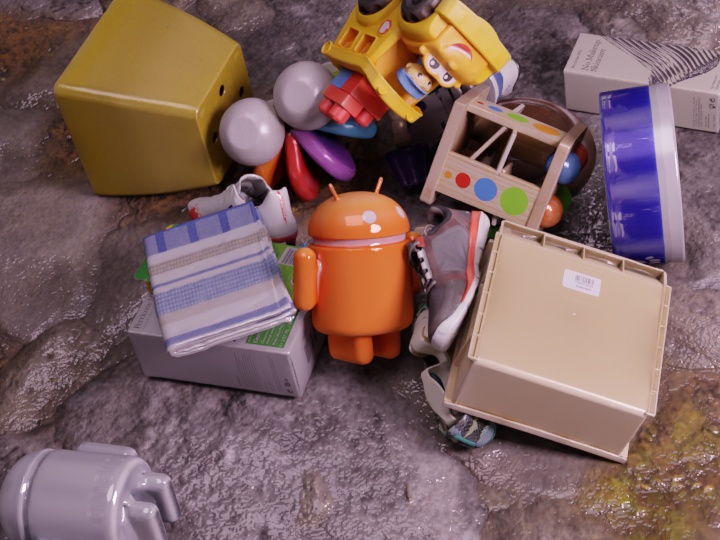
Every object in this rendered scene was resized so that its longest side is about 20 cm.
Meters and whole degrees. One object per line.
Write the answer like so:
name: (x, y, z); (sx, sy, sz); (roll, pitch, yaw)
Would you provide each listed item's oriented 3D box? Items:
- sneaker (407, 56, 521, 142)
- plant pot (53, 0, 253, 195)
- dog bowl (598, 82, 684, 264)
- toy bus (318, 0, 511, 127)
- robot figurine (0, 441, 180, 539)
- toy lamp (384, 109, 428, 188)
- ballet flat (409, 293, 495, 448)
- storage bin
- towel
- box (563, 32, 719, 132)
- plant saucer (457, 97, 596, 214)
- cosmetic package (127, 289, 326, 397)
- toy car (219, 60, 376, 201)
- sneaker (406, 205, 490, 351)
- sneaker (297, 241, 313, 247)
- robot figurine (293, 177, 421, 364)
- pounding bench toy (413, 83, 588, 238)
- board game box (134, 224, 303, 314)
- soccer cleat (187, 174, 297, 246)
sneaker: (0.132, -0.227, 1.742); (0.115, 0.081, 0.199); (-32, 13, -39)
plant pot: (-0.247, -0.215, 1.772); (0.176, 0.200, 0.200); (13, 54, 19)
dog bowl: (0.315, -0.106, 1.543); (0.079, 0.200, 0.200); (-5, 50, 12)
toy bus: (0.044, -0.236, 1.581); (0.192, 0.136, 0.200); (-51, 35, -5)
robot figurine: (-0.293, 0.246, 1.447); (0.200, 0.113, 0.170); (2, 36, 14)
toy lamp: (0.043, -0.203, 1.713); (0.058, 0.200, 0.058); (-14, 5, 1)
ballet flat: (0.090, 0.098, 1.487); (0.074, 0.074, 0.200); (-19, 57, -3)
storage bin: (0.210, 0.069, 1.448); (0.200, 0.094, 0.199); (17, 53, -1)
towel: (-0.161, 0.008, 1.533); (0.147, 0.024, 0.200); (-18, 43, -4)
box: (0.362, -0.237, 1.730); (0.200, 0.068, 0.082); (11, 54, 21)
plant saucer: (0.194, -0.152, 1.723); (0.200, 0.032, 0.200); (-6, 49, 7)
cosmetic package: (-0.151, 0.071, 1.580); (0.200, 0.085, 0.108); (6, 49, 16)
toy car: (-0.067, -0.168, 1.719); (0.200, 0.175, 0.150); (-31, 87, 18)
sneaker: (0.082, 0.005, 1.477); (0.082, 0.077, 0.200); (19, 42, -2)
sneaker: (-0.044, -0.001, 1.636); (0.200, 0.078, 0.090); (-16, 10, 15)
robot figurine: (-0.001, 0.000, 1.516); (0.144, 0.200, 0.117); (-2, 8, 2)
pounding bench toy: (0.163, -0.089, 1.601); (0.156, 0.200, 0.124); (24, 23, 11)
board game box: (-0.151, 0.000, 1.571); (0.200, 0.030, 0.096); (13, 49, 19)
soccer cleat: (-0.146, -0.080, 1.679); (0.069, 0.085, 0.200); (-18, 24, -34)
